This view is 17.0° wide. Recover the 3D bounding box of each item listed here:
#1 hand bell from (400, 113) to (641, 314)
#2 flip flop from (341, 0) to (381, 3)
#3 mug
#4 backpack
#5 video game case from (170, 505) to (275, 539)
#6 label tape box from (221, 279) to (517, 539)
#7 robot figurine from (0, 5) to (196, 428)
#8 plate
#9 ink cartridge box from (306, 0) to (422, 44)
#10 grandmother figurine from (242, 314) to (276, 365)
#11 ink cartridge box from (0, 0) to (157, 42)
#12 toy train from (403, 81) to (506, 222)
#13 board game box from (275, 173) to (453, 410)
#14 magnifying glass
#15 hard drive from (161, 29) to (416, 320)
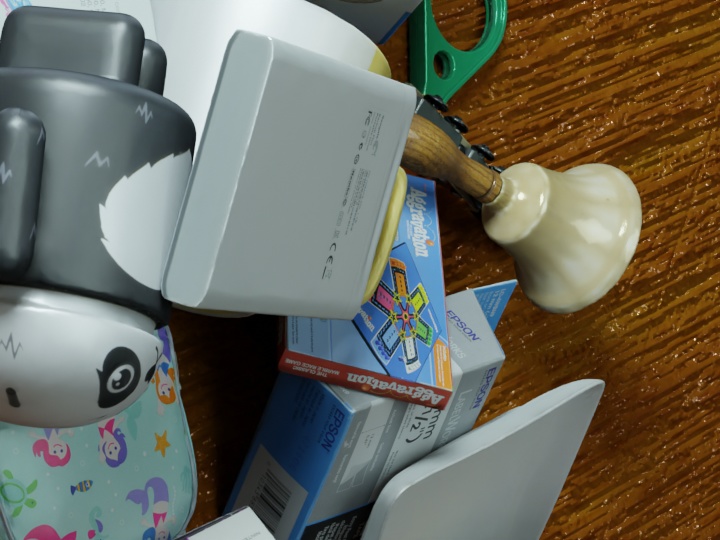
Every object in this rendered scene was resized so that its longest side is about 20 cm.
[{"bbox_3d":[0.074,-0.055,1.500,0.200,0.104,0.104,27,68,-40],"label":"hand bell"},{"bbox_3d":[-0.008,-0.249,1.370,0.081,0.058,0.200,4,78,-10],"label":"flip flop"},{"bbox_3d":[-0.057,-0.054,1.320,0.186,0.149,0.153,19,72,-8],"label":"mug"},{"bbox_3d":[-0.178,0.110,1.289,0.177,0.151,0.200,-15,102,-43],"label":"backpack"},{"bbox_3d":[-0.143,0.225,1.278,0.181,0.200,0.036,-24,61,-36],"label":"video game case"},{"bbox_3d":[0.024,0.095,1.480,0.200,0.066,0.143,-14,138,-42],"label":"label tape box"},{"bbox_3d":[-0.144,-0.024,1.163,0.150,0.125,0.200,17,76,-39],"label":"robot figurine"},{"bbox_3d":[0.054,0.163,1.511,0.200,0.032,0.200,-24,145,-41],"label":"plate"},{"bbox_3d":[0.007,-0.259,1.481,0.085,0.145,0.200,12,77,-11],"label":"ink cartridge box"},{"bbox_3d":[-0.039,0.018,1.487,0.200,0.061,0.121,18,47,-38],"label":"grandmother figurine"},{"bbox_3d":[-0.228,-0.131,1.256,0.200,0.146,0.083,-14,96,-43],"label":"ink cartridge box"},{"bbox_3d":[0.067,-0.066,1.576,0.034,0.046,0.200,-59,141,-10],"label":"toy train"},{"bbox_3d":[0.000,0.000,1.446,0.103,0.019,0.200,14,37,-12],"label":"board game box"},{"bbox_3d":[0.049,-0.129,1.606,0.080,0.022,0.200,36,61,-36],"label":"magnifying glass"},{"bbox_3d":[-0.031,-0.043,1.217,0.200,0.027,0.132,7,99,-69],"label":"hard drive"}]
